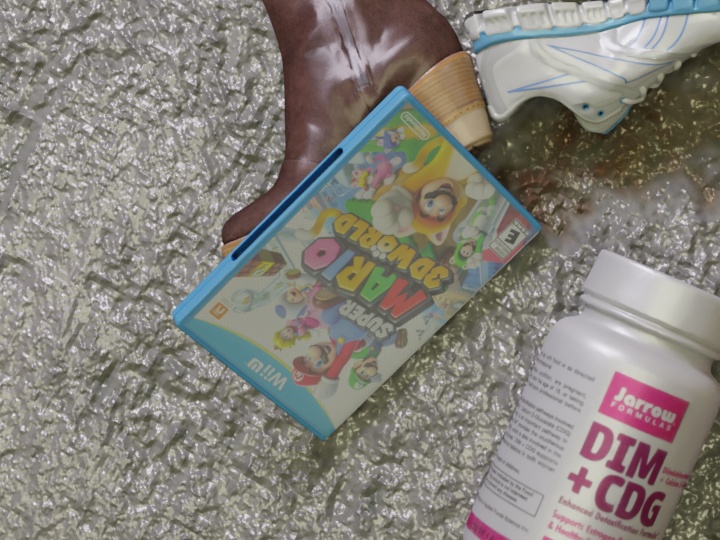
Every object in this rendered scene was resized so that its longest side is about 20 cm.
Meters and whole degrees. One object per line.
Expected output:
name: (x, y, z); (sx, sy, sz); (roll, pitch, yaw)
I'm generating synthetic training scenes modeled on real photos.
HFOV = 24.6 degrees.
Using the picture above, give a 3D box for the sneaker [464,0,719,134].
sneaker: (0.168, -0.131, 1.032); (0.199, 0.075, 0.087); (-5, 97, 16)

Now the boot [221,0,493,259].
boot: (-0.029, -0.111, 1.064); (0.200, 0.072, 0.167); (-29, 80, 4)

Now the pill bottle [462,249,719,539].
pill bottle: (0.150, 0.097, 1.002); (0.113, 0.113, 0.201); (23, 93, 9)

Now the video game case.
video game case: (0.000, 0.000, 1.033); (0.200, 0.018, 0.143); (-44, 124, 7)
